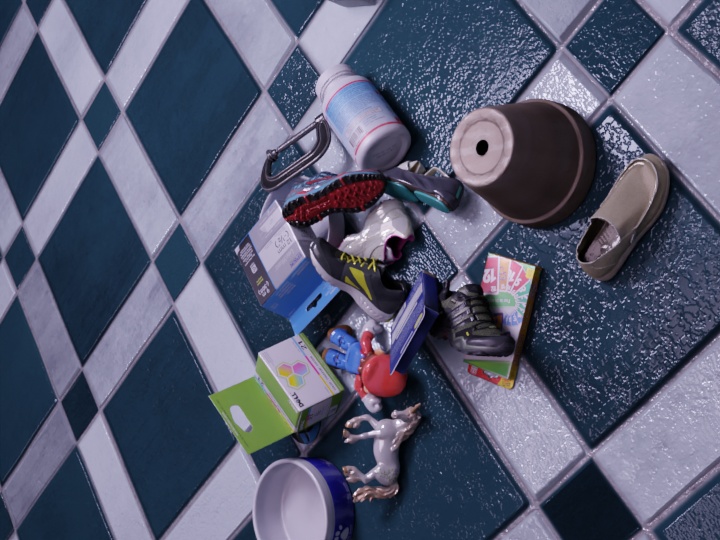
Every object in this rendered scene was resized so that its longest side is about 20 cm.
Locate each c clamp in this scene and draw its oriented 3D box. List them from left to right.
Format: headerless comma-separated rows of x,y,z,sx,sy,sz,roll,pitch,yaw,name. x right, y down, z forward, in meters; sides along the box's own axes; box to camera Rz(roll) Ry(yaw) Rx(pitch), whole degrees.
-0.117,-0.238,1.860,0.199,0.027,0.172,-35,41,17,c clamp

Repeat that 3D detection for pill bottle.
-0.001,-0.277,1.755,0.109,0.108,0.201,-50,56,27,pill bottle

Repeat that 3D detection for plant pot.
0.232,-0.173,1.489,0.198,0.172,0.204,-4,84,41,plant pot

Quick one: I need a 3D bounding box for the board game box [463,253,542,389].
0.225,0.081,1.570,0.095,0.030,0.203,18,100,43,board game box

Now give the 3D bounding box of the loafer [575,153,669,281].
0.378,-0.076,1.415,0.075,0.068,0.202,37,110,38,loafer

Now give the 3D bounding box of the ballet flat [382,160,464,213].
0.104,-0.150,1.682,0.199,0.072,0.074,22,101,48,ballet flat

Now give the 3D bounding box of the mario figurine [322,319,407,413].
0.020,0.169,1.732,0.199,0.105,0.125,28,141,51,mario figurine

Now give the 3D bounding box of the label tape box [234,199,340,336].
-0.134,-0.005,1.769,0.143,0.066,0.202,-46,57,29,label tape box

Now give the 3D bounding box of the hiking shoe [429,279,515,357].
0.174,0.074,1.542,0.199,0.075,0.102,22,104,56,hiking shoe

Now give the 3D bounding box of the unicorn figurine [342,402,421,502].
0.037,0.300,1.683,0.135,0.074,0.203,1,110,6,unicorn figurine

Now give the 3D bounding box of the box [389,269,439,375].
0.088,0.089,1.605,0.032,0.200,0.122,26,109,-6,box

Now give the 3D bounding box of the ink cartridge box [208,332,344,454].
-0.152,0.222,1.769,0.148,0.198,0.076,50,144,27,ink cartridge box

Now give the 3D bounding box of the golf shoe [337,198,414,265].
0.019,-0.035,1.739,0.200,0.075,0.092,-48,60,29,golf shoe

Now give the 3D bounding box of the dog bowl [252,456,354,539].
-0.107,0.447,1.801,0.198,0.078,0.204,-5,83,42,dog bowl

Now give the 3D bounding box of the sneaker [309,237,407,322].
0.000,0.000,1.701,0.085,0.199,0.075,-44,14,30,sneaker

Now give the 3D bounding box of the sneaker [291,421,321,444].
-0.135,0.252,1.862,0.082,0.072,0.201,-58,44,37,sneaker

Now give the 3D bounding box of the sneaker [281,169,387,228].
-0.047,-0.149,1.713,0.197,0.080,0.096,-14,41,18,sneaker

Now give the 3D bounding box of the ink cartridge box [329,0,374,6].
-0.033,-0.605,1.792,0.083,0.143,0.204,9,92,40,ink cartridge box

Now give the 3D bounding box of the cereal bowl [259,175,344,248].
-0.101,-0.073,1.843,0.198,0.083,0.204,-5,83,42,cereal bowl
